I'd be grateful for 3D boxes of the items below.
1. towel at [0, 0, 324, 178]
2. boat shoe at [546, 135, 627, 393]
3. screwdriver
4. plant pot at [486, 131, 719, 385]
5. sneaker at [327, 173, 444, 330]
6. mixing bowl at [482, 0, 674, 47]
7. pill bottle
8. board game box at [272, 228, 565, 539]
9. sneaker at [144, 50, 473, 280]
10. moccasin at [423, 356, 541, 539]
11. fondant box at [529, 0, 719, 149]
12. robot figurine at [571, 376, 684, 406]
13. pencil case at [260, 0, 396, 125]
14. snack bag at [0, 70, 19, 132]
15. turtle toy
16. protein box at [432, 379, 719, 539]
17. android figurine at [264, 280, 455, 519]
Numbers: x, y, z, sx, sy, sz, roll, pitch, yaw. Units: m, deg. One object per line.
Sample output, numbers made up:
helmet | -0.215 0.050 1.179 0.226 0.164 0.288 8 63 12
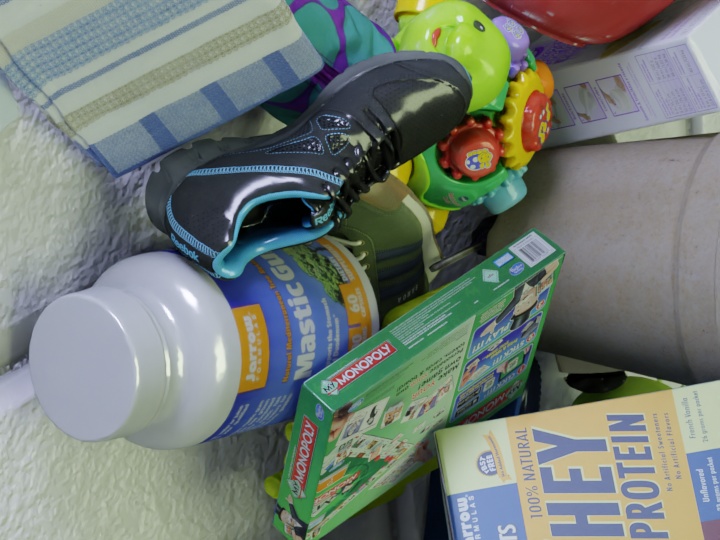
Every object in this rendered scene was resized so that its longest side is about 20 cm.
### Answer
towel | -0.116 -0.127 1.358 0.200 0.147 0.024 51 15 -58
boat shoe | 0.156 -0.015 1.830 0.093 0.074 0.201 -6 93 -84
screwdriver | 0.073 -0.011 1.689 0.200 0.028 0.029 -36 137 -68
plant pot | 0.190 -0.010 1.684 0.200 0.183 0.201 -14 107 -59
sneaker | 0.000 0.000 1.586 0.090 0.067 0.200 -64 160 -12
mixing bowl | 0.127 -0.212 1.637 0.200 0.200 0.109 5 117 -54
pill bottle | -0.089 0.041 1.467 0.200 0.112 0.112 -12 110 -52
board game box | 0.035 0.071 1.547 0.200 0.029 0.135 -33 152 -34
sneaker | -0.017 -0.054 1.444 0.200 0.082 0.073 -28 133 -13
moccasin | 0.089 0.144 1.777 0.068 0.080 0.200 0 114 -39
fondant box | 0.198 -0.151 1.709 0.144 0.200 0.058 -41 108 -33
robot figurine | 0.180 0.164 1.844 0.115 0.175 0.200 24 96 -10
pencil case | -0.057 -0.142 1.467 0.085 0.092 0.200 -49 144 6
snack bag | -0.257 -0.095 1.278 0.189 0.021 0.200 -51 140 -30
turtle toy | 0.061 -0.107 1.603 0.200 0.101 0.146 44 58 -63
protein box | 0.157 0.179 1.617 0.200 0.198 0.135 78 3 -65
android figurine | 0.018 0.091 1.629 0.200 0.041 0.182 -23 145 -42
